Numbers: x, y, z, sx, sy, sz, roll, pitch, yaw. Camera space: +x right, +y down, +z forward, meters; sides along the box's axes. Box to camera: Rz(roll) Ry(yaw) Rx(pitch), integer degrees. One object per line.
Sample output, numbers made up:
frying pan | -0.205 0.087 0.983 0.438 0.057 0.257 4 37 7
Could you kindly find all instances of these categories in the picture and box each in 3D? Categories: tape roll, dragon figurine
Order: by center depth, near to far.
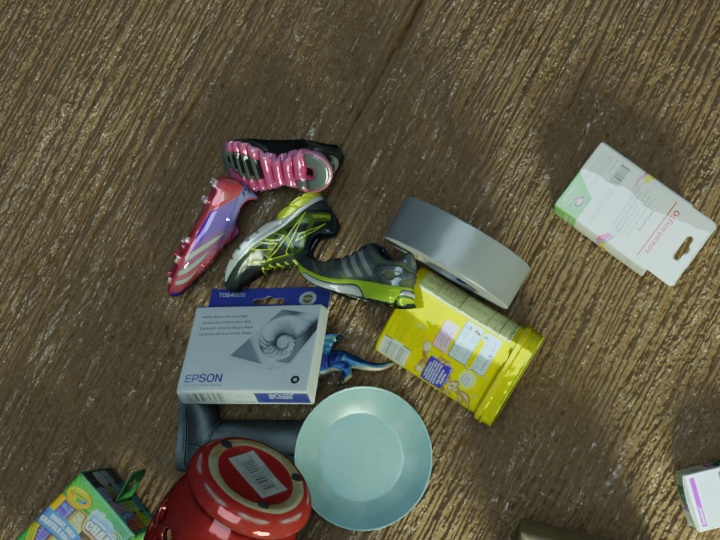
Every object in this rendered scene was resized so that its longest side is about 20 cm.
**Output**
tape roll | 0.133 -0.024 1.537 0.199 0.200 0.067 29 88 10
dragon figurine | -0.052 0.121 1.616 0.198 0.059 0.100 -15 81 7

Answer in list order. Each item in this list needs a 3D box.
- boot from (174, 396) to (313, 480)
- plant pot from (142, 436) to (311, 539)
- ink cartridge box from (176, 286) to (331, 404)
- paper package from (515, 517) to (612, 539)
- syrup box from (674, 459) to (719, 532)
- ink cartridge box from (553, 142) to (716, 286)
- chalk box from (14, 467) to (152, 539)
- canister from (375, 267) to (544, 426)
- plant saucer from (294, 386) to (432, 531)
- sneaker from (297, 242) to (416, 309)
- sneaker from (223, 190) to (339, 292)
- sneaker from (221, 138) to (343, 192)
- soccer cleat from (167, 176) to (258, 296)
boot | -0.163 0.222 1.614 0.198 0.066 0.166 4 91 11
plant pot | -0.178 0.342 1.505 0.200 0.200 0.183 32 117 10
ink cartridge box | -0.148 0.096 1.587 0.198 0.041 0.201 -2 53 14
paper package | 0.297 0.406 1.466 0.198 0.191 0.104 12 84 10
syrup box | 0.536 0.289 1.504 0.198 0.079 0.082 -14 82 6
ink cartridge box | 0.388 -0.075 1.575 0.200 0.067 0.117 38 89 12
chalk box | -0.379 0.369 1.597 0.200 0.125 0.124 -44 79 2
canister | 0.138 0.104 1.573 0.199 0.087 0.149 32 99 12
plant saucer | 0.002 0.267 1.585 0.199 0.039 0.203 1 83 -11
sneaker | 0.000 0.000 1.566 0.199 0.074 0.082 13 83 30
sneaker | -0.115 -0.031 1.635 0.200 0.074 0.085 -43 79 1
sneaker | -0.113 -0.168 1.661 0.199 0.095 0.080 11 125 26
soccer cleat | -0.225 -0.044 1.658 0.076 0.067 0.201 25 95 -16
